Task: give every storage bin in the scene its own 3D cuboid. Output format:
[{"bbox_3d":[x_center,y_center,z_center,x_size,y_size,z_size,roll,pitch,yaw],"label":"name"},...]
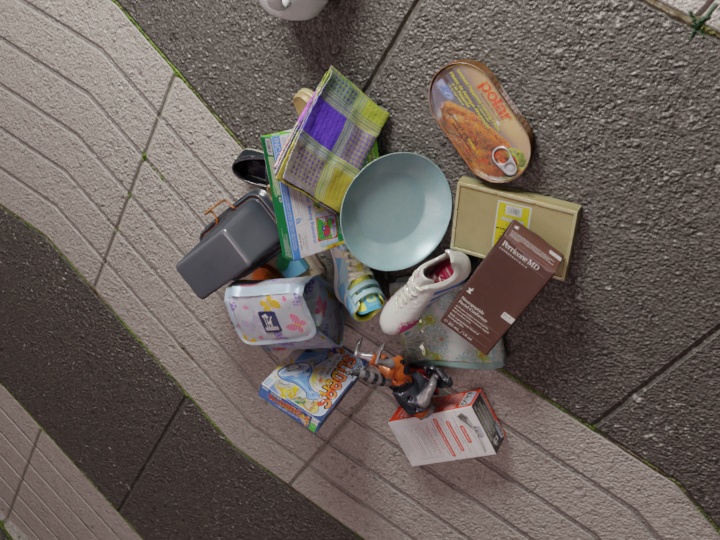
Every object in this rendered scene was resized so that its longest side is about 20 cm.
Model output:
[{"bbox_3d":[-0.244,-0.046,1.394,0.199,0.134,0.146,-31,101,34],"label":"storage bin"}]

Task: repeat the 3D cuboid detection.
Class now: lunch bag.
[{"bbox_3d":[-0.139,0.078,1.407,0.167,0.129,0.200,-4,156,19],"label":"lunch bag"}]

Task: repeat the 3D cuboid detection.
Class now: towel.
[{"bbox_3d":[0.155,0.093,1.360,0.198,0.048,0.173,-1,117,31],"label":"towel"},{"bbox_3d":[-0.042,-0.199,1.197,0.143,0.202,0.023,33,170,-34],"label":"towel"}]

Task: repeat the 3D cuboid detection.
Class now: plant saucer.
[{"bbox_3d":[0.055,-0.100,1.257,0.039,0.199,0.203,-134,31,-60],"label":"plant saucer"}]

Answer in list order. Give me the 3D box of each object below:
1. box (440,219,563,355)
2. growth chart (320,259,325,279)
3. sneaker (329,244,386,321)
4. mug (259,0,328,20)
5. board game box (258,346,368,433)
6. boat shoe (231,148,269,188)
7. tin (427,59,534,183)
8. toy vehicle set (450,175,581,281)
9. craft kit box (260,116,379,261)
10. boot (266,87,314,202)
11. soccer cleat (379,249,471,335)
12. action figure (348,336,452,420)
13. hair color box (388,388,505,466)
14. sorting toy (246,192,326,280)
[{"bbox_3d":[0.225,0.030,1.221,0.100,0.075,0.201,36,123,6],"label":"box"},{"bbox_3d":[-0.153,-0.055,1.477,0.143,0.018,0.202,-13,111,36],"label":"growth chart"},{"bbox_3d":[0.000,0.000,1.343,0.131,0.079,0.202,-127,24,-51],"label":"sneaker"},{"bbox_3d":[-0.101,-0.455,1.100,0.146,0.201,0.177,13,130,3],"label":"mug"},{"bbox_3d":[-0.088,0.209,1.471,0.134,0.200,0.035,30,128,11],"label":"board game box"},{"bbox_3d":[-0.146,-0.173,1.376,0.198,0.062,0.075,17,122,20],"label":"boat shoe"},{"bbox_3d":[0.187,-0.229,1.162,0.112,0.042,0.201,-30,99,43],"label":"tin"},{"bbox_3d":[0.246,-0.069,1.225,0.198,0.027,0.126,18,124,21],"label":"toy vehicle set"},{"bbox_3d":[-0.053,-0.140,1.240,0.048,0.196,0.203,18,121,56],"label":"craft kit box"},{"bbox_3d":[-0.097,-0.186,1.275,0.073,0.155,0.202,7,127,60],"label":"boot"},{"bbox_3d":[0.097,0.032,1.284,0.200,0.086,0.070,-41,59,17],"label":"soccer cleat"},{"bbox_3d":[0.062,0.208,1.406,0.193,0.105,0.199,43,153,-17],"label":"action figure"},{"bbox_3d":[0.165,0.305,1.466,0.199,0.064,0.112,-19,106,38],"label":"hair color box"},{"bbox_3d":[-0.182,-0.037,1.469,0.199,0.036,0.186,-26,103,39],"label":"sorting toy"}]
